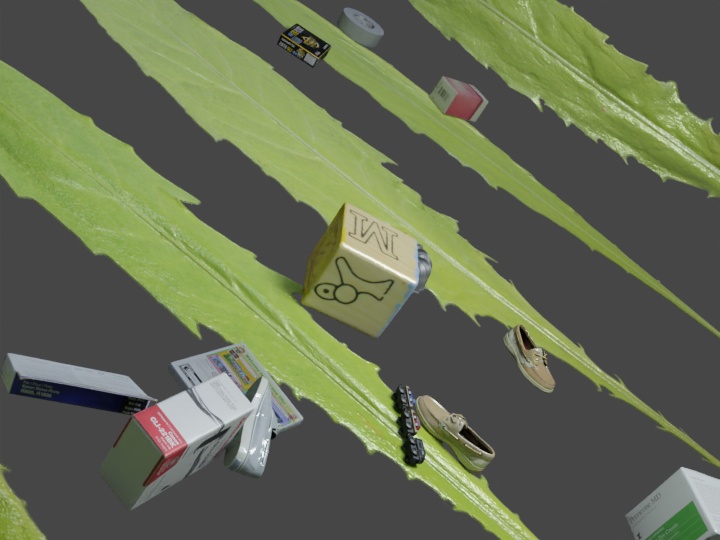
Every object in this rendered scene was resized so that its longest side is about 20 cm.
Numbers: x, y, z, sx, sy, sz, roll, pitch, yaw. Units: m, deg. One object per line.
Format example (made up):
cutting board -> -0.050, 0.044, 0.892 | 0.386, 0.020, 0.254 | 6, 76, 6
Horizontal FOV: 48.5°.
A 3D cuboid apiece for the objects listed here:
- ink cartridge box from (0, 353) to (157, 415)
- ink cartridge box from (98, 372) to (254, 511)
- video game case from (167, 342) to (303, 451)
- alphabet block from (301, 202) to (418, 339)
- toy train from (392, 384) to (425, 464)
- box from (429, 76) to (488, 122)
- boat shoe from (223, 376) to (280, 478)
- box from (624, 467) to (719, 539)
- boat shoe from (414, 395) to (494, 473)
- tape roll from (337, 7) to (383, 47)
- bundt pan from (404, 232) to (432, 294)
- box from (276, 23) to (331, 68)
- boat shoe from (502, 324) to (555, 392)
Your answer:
ink cartridge box -> -0.423, 0.176, 1.191 | 0.199, 0.041, 0.200 | 17, -5, -28
ink cartridge box -> -0.278, 0.257, 1.224 | 0.084, 0.145, 0.200 | 45, 32, 14
video game case -> -0.224, 0.225, 1.447 | 0.200, 0.022, 0.182 | 47, 32, 22
alphabet block -> 0.000, 0.000, 1.821 | 0.199, 0.196, 0.197 | 27, 29, -15
toy train -> 0.102, 0.312, 1.635 | 0.046, 0.034, 0.201 | 24, 32, -25
box -> 0.408, -0.710, 3.311 | 0.199, 0.109, 0.128 | 3, 42, -42
boat shoe -> -0.176, 0.268, 1.353 | 0.071, 0.070, 0.201 | 36, 32, -19
box -> 0.734, 0.570, 1.734 | 0.199, 0.199, 0.172 | 21, 32, -22
boat shoe -> 0.198, 0.330, 1.674 | 0.200, 0.065, 0.072 | 46, 32, 19
tape roll -> 0.000, -1.037, 3.411 | 0.199, 0.066, 0.201 | 24, 32, -16
bundt pan -> 0.105, -0.035, 2.089 | 0.201, 0.076, 0.202 | 26, 31, -16
box -> -0.204, -0.826, 2.928 | 0.159, 0.049, 0.200 | 31, 30, -3
boat shoe -> 0.443, 0.224, 2.066 | 0.074, 0.067, 0.200 | 3, 43, -42
